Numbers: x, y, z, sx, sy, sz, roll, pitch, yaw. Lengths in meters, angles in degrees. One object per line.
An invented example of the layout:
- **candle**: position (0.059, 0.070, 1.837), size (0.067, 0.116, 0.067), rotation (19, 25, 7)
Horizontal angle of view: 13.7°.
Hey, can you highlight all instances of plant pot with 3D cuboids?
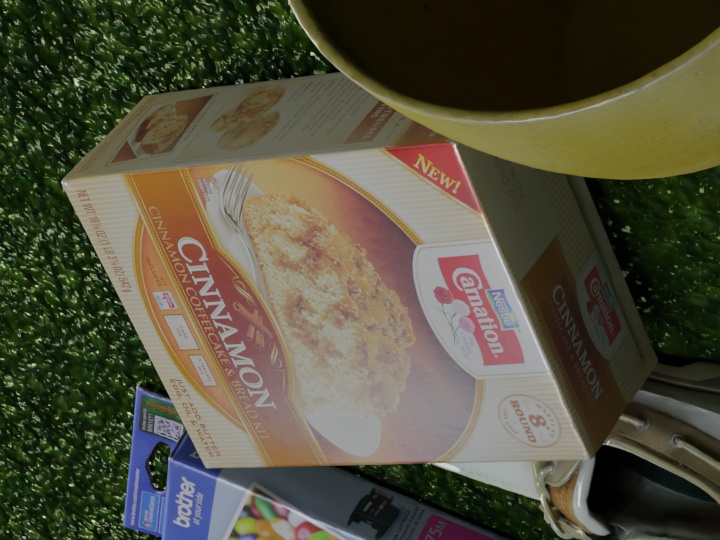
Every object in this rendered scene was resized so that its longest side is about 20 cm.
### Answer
- **plant pot**: position (0.090, -0.110, 0.994), size (0.200, 0.200, 0.142), rotation (5, 160, 29)

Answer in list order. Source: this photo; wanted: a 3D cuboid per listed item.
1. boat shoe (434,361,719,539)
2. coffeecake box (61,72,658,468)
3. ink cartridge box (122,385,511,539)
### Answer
- **boat shoe**: position (0.101, 0.077, 1.265), size (0.200, 0.068, 0.075), rotation (1, 133, 32)
- **coffeecake box**: position (0.000, 0.000, 1.229), size (0.200, 0.073, 0.154), rotation (-4, 122, 36)
- **ink cartridge box**: position (-0.029, 0.138, 1.444), size (0.200, 0.042, 0.119), rotation (24, 141, 11)
